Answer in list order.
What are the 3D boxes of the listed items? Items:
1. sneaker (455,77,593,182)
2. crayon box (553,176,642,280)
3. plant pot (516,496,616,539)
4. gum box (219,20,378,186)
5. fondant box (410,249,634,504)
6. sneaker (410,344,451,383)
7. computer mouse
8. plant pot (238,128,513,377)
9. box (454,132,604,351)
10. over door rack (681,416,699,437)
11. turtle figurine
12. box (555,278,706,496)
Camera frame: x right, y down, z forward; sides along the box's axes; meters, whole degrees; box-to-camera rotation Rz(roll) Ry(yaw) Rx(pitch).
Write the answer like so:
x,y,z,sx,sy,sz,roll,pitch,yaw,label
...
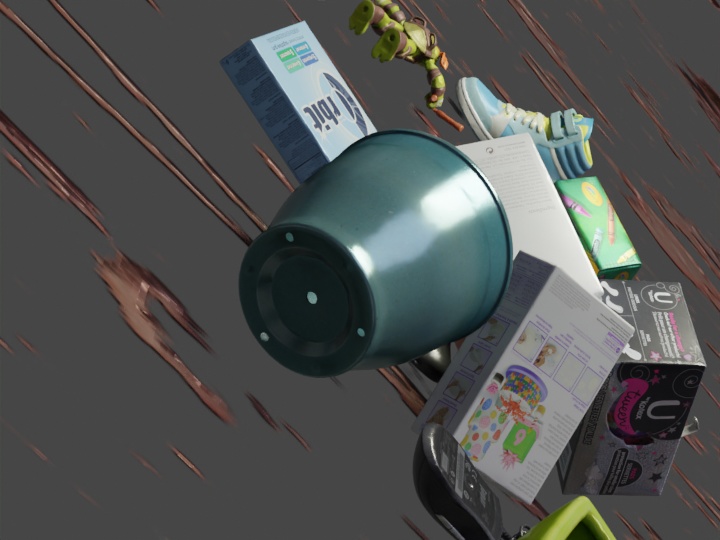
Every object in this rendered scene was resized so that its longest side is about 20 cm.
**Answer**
x,y,z,sx,sy,sz,roll,pitch,yaw,label
0.221,-0.190,2.363,0.200,0.130,0.080,51,24,-15,sneaker
0.219,0.006,2.003,0.058,0.200,0.119,-9,59,-26,crayon box
0.131,0.317,1.404,0.199,0.181,0.200,57,22,2,plant pot
-0.043,-0.149,1.860,0.200,0.045,0.170,57,21,-2,gum box
0.155,0.102,1.738,0.058,0.200,0.144,25,-9,48,fondant box
0.067,0.014,1.816,0.074,0.088,0.200,34,33,-48,sneaker
0.095,0.238,1.633,0.200,0.046,0.141,50,27,-31,computer mouse
0.000,0.000,1.574,0.200,0.200,0.188,57,37,1,plant pot
0.143,-0.012,1.888,0.106,0.152,0.200,-11,62,-20,box
0.340,0.111,2.290,0.200,0.067,0.148,54,11,-47,over door rack
0.062,-0.264,2.213,0.161,0.064,0.200,12,49,-61,turtle figurine
0.272,0.124,1.920,0.132,0.114,0.200,-98,-168,-48,box
